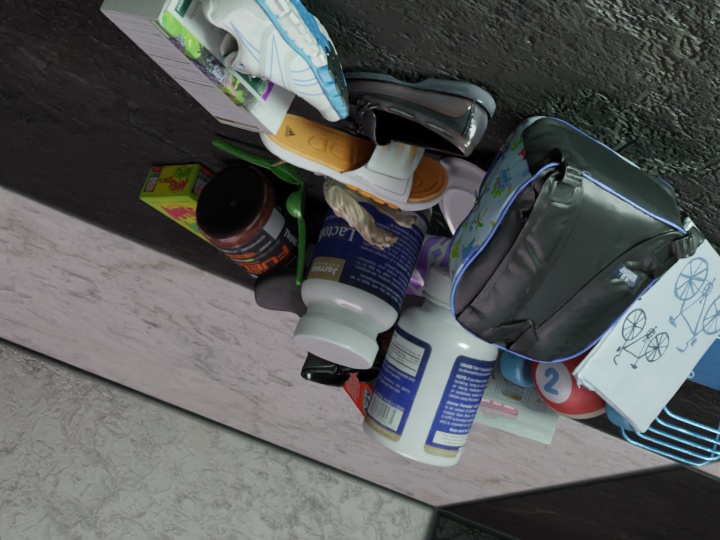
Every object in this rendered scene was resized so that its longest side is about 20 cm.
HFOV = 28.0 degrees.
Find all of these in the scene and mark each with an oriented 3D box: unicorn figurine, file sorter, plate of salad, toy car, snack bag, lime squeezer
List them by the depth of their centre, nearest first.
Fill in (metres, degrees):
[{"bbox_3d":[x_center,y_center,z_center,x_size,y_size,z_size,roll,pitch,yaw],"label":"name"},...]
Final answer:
[{"bbox_3d":[0.312,0.064,1.495,0.021,0.201,0.188,37,180,40],"label":"snack bag"},{"bbox_3d":[0.150,-0.040,1.514,0.200,0.048,0.201,45,161,20],"label":"plate of salad"},{"bbox_3d":[-0.011,-0.094,1.525,0.136,0.074,0.200,29,-173,-13],"label":"unicorn figurine"},{"bbox_3d":[0.239,0.045,1.584,0.183,0.178,0.201,20,155,41],"label":"toy car"},{"bbox_3d":[-0.090,-0.084,1.639,0.201,0.070,0.038,59,158,15],"label":"lime squeezer"},{"bbox_3d":[0.414,0.155,1.778,0.137,0.124,0.200,18,163,1],"label":"file sorter"}]

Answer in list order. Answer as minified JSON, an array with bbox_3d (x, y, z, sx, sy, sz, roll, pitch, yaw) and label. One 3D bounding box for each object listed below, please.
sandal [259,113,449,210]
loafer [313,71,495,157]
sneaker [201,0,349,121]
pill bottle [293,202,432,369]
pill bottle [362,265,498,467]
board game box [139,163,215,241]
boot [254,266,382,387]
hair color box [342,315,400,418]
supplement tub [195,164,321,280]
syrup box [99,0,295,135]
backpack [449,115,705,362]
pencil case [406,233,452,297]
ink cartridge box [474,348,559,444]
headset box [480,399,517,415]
[{"bbox_3d":[0.001,-0.121,1.444,0.204,0.080,0.059,17,138,-15],"label":"sandal"},{"bbox_3d":[0.031,-0.145,1.365,0.198,0.064,0.072,7,159,35],"label":"loafer"},{"bbox_3d":[-0.075,-0.193,1.271,0.086,0.076,0.200,-23,141,12],"label":"sneaker"},{"bbox_3d":[0.000,0.000,1.617,0.114,0.202,0.116,17,163,5],"label":"pill bottle"},{"bbox_3d":[0.087,0.105,1.617,0.118,0.202,0.120,19,-172,-3],"label":"pill bottle"},{"bbox_3d":[-0.177,-0.069,1.868,0.101,0.048,0.199,2,156,46],"label":"board game box"},{"bbox_3d":[-0.055,0.068,1.707,0.198,0.133,0.070,-3,154,34],"label":"boot"},{"bbox_3d":[0.012,0.097,1.790,0.200,0.101,0.062,51,146,41],"label":"hair color box"},{"bbox_3d":[-0.110,-0.042,1.777,0.106,0.108,0.200,8,161,33],"label":"supplement tub"},{"bbox_3d":[-0.136,-0.209,1.309,0.081,0.079,0.200,16,164,36],"label":"syrup box"},{"bbox_3d":[0.180,-0.026,1.336,0.182,0.148,0.201,26,120,-18],"label":"backpack"},{"bbox_3d":[0.056,-0.006,1.738,0.198,0.087,0.084,12,-166,30],"label":"pencil case"},{"bbox_3d":[0.179,0.100,1.729,0.161,0.202,0.057,16,160,13],"label":"ink cartridge box"},{"bbox_3d":[0.188,0.108,1.825,0.198,0.149,0.078,13,121,19],"label":"headset box"}]
